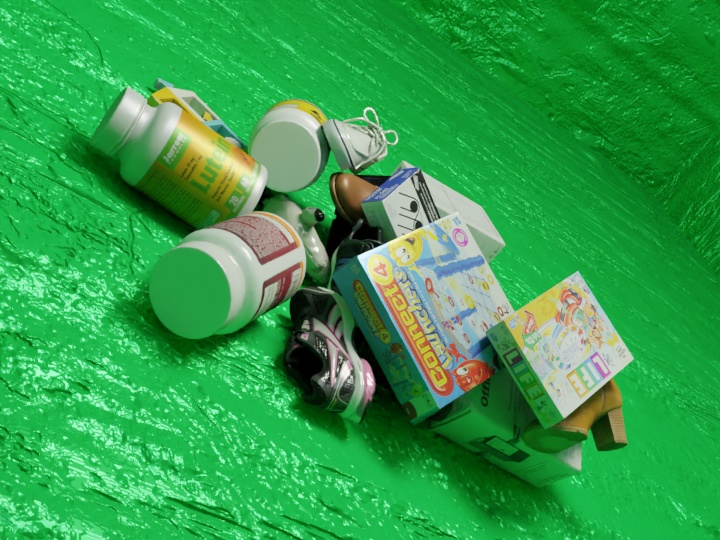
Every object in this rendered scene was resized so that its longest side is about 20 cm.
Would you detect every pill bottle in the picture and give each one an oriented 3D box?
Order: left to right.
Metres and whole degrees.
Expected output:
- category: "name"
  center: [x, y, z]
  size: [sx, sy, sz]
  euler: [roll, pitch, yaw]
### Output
- category: "pill bottle"
  center: [-0.221, -0.131, 1.398]
  size: [0.199, 0.111, 0.111]
  euler: [34, 21, -20]
- category: "pill bottle"
  center: [-0.143, 0.005, 1.262]
  size: [0.114, 0.114, 0.200]
  euler: [43, 20, 6]
- category: "pill bottle"
  center: [-0.097, -0.172, 1.603]
  size: [0.114, 0.115, 0.200]
  euler: [38, 12, -8]

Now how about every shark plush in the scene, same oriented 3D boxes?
- category: "shark plush"
  center: [-0.104, -0.052, 1.575]
  size: [0.199, 0.091, 0.083]
  euler: [33, -11, 47]

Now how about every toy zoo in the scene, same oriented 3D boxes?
- category: "toy zoo"
  center: [-0.228, -0.201, 1.656]
  size: [0.200, 0.020, 0.131]
  euler: [44, 20, 6]

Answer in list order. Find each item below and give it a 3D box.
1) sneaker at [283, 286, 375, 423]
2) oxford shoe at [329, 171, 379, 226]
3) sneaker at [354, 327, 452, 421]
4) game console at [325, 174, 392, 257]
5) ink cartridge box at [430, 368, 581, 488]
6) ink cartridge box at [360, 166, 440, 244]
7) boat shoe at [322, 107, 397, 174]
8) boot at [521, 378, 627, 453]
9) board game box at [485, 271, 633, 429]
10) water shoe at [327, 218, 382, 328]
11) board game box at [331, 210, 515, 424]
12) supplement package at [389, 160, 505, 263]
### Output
- category: "sneaker"
  center: [-0.051, 0.085, 1.329]
  size: [0.085, 0.081, 0.201]
  euler: [14, 27, -32]
- category: "oxford shoe"
  center: [0.030, -0.091, 1.606]
  size: [0.199, 0.071, 0.072]
  euler: [27, 57, -48]
- category: "sneaker"
  center: [0.022, 0.111, 1.434]
  size: [0.104, 0.060, 0.200]
  euler: [8, 35, -54]
- category: "game console"
  center: [0.043, -0.042, 1.703]
  size: [0.115, 0.178, 0.199]
  euler: [18, 11, 23]
- category: "ink cartridge box"
  center: [0.194, 0.171, 1.506]
  size: [0.199, 0.084, 0.147]
  euler: [31, 50, -26]
- category: "ink cartridge box"
  center: [0.078, -0.029, 1.574]
  size: [0.094, 0.044, 0.202]
  euler: [-41, 117, -38]
- category: "boat shoe"
  center: [0.008, -0.178, 1.598]
  size: [0.202, 0.085, 0.075]
  euler: [19, 48, -78]
- category: "boot"
  center: [0.260, 0.154, 1.472]
  size: [0.199, 0.071, 0.146]
  euler: [10, 58, -41]
- category: "board game box"
  center: [0.249, 0.093, 1.425]
  size: [0.199, 0.034, 0.135]
  euler: [-27, 83, -49]
- category: "water shoe"
  center: [0.000, 0.000, 1.453]
  size: [0.071, 0.080, 0.201]
  euler: [20, 24, -17]
- category: "board game box"
  center: [0.090, 0.051, 1.384]
  size: [0.195, 0.056, 0.202]
  euler: [-25, 83, -44]
- category: "supplement package"
  center: [0.121, -0.073, 1.899]
  size: [0.199, 0.110, 0.114]
  euler: [26, 25, -37]
